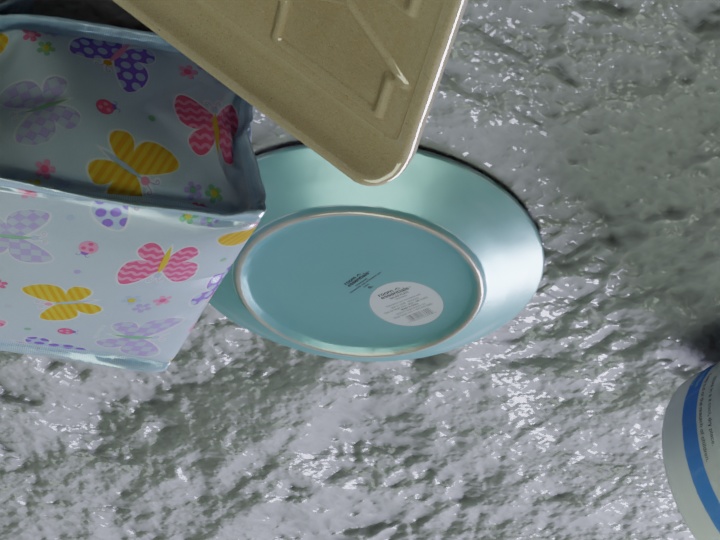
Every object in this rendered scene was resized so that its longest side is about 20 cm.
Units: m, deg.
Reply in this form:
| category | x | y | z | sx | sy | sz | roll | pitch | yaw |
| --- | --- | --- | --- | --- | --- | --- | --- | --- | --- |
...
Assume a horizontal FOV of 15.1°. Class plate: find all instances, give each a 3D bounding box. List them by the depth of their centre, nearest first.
| category | x | y | z | sx | sy | sz | roll | pitch | yaw |
| --- | --- | --- | --- | --- | --- | --- | --- | --- | --- |
| plate | 0.000 | 0.000 | 1.479 | 0.199 | 0.026 | 0.200 | 3 | 143 | 2 |

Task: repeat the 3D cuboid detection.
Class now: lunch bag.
| category | x | y | z | sx | sy | sz | roll | pitch | yaw |
| --- | --- | --- | --- | --- | --- | --- | --- | --- | --- |
| lunch bag | -0.165 | -0.045 | 1.352 | 0.199 | 0.127 | 0.170 | 6 | 148 | -19 |

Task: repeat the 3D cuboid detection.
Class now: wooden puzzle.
| category | x | y | z | sx | sy | sz | roll | pitch | yaw |
| --- | --- | --- | --- | --- | --- | --- | --- | --- | --- |
| wooden puzzle | -0.027 | -0.157 | 1.194 | 0.185 | 0.046 | 0.200 | 37 | 141 | 13 |

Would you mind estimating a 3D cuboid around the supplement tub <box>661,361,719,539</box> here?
| category | x | y | z | sx | sy | sz | roll | pitch | yaw |
| --- | --- | --- | --- | --- | --- | --- | --- | --- | --- |
| supplement tub | 0.275 | 0.082 | 1.472 | 0.132 | 0.132 | 0.200 | 30 | 138 | -31 |
